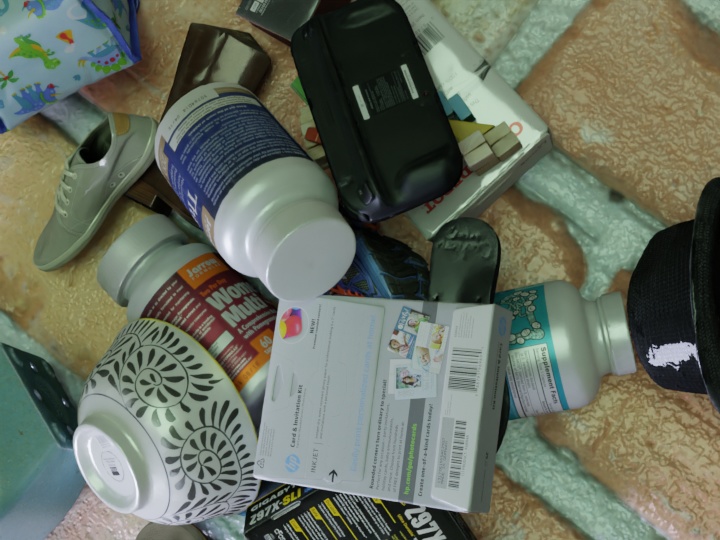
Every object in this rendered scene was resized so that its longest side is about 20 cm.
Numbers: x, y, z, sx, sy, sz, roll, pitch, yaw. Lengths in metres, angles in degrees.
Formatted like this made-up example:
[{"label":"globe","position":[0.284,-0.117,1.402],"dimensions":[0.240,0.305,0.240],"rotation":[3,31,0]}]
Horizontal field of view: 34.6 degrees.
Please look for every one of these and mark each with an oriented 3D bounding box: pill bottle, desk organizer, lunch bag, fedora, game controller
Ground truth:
[{"label":"pill bottle","position":[0.133,0.072,0.996],"dimensions":[0.199,0.111,0.112],"rotation":[-12,81,11]},{"label":"desk organizer","position":[-0.032,-0.307,1.099],"dimensions":[0.071,0.077,0.201],"rotation":[27,90,15]},{"label":"pill bottle","position":[-0.145,0.046,1.068],"dimensions":[0.200,0.110,0.110],"rotation":[43,94,14]},{"label":"lunch bag","position":[-0.316,-0.258,1.142],"dimensions":[0.169,0.128,0.201],"rotation":[-25,49,9]},{"label":"fedora","position":[0.276,0.027,0.951],"dimensions":[0.091,0.200,0.202],"rotation":[-10,80,37]},{"label":"pill bottle","position":[-0.087,-0.065,0.974],"dimensions":[0.111,0.111,0.200],"rotation":[-45,50,5]},{"label":"game controller","position":[0.011,-0.137,0.949],"dimensions":[0.104,0.042,0.201],"rotation":[-18,66,-1]}]

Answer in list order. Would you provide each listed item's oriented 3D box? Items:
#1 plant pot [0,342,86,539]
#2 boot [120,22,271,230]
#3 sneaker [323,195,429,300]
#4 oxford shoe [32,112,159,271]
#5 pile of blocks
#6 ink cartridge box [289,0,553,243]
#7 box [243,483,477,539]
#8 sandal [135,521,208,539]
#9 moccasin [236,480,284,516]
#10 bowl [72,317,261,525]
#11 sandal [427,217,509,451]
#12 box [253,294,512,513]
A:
[{"label":"plant pot","position":[-0.366,0.173,1.073],"dimensions":[0.199,0.196,0.196],"rotation":[-35,76,-2]},{"label":"boot","position":[-0.120,-0.132,1.113],"dimensions":[0.185,0.064,0.201],"rotation":[24,85,13]},{"label":"sneaker","position":[0.000,0.000,1.034],"dimensions":[0.079,0.075,0.200],"rotation":[-64,35,16]},{"label":"oxford shoe","position":[-0.267,-0.080,1.115],"dimensions":[0.200,0.058,0.075],"rotation":[-46,42,25]},{"label":"pile of blocks","position":[0.036,-0.127,0.981],"dimensions":[0.199,0.062,0.083],"rotation":[4,86,15]},{"label":"ink cartridge box","position":[0.058,-0.141,1.053],"dimensions":[0.146,0.084,0.200],"rotation":[-42,77,7]},{"label":"box","position":[0.018,0.251,0.993],"dimensions":[0.159,0.049,0.201],"rotation":[-32,105,7]},{"label":"sandal","position":[-0.162,0.291,1.032],"dimensions":[0.080,0.054,0.200],"rotation":[-50,41,9]},{"label":"moccasin","position":[-0.032,0.170,1.040],"dimensions":[0.199,0.080,0.069],"rotation":[-16,84,11]},{"label":"bowl","position":[-0.189,0.152,1.019],"dimensions":[0.200,0.094,0.202],"rotation":[22,127,33]},{"label":"sandal","position":[0.078,0.054,0.933],"dimensions":[0.076,0.043,0.202],"rotation":[-5,76,14]},{"label":"box","position":[0.015,0.100,0.915],"dimensions":[0.199,0.041,0.157],"rotation":[2,79,31]}]
